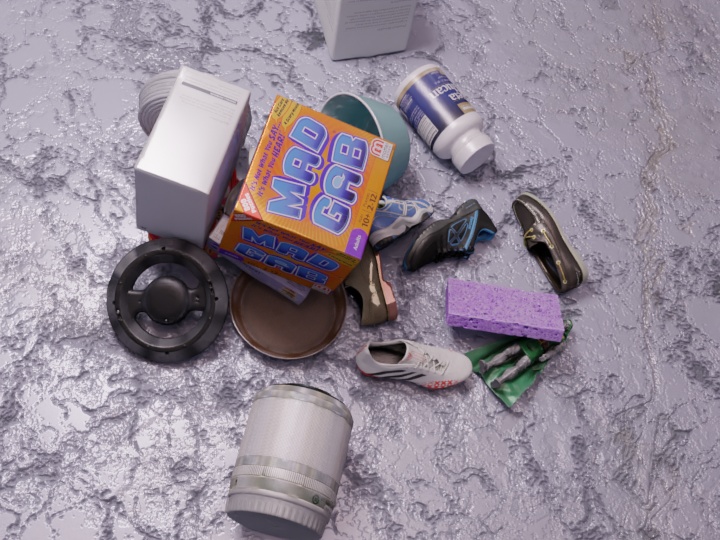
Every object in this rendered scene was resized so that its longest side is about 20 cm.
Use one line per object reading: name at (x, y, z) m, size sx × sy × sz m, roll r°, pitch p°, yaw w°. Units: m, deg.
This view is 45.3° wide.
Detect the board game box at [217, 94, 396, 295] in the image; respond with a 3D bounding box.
board game box at (-0.088, -0.110, 1.352) m, size 0.198 × 0.200 × 0.202 m, roll 21°, pitch 69°, yaw -10°

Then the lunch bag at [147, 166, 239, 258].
lunch bag at (-0.281, -0.119, 1.508) m, size 0.174 × 0.082 × 0.202 m, roll 1°, pitch 66°, yaw -12°

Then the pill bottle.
pill bottle at (0.162, -0.284, 1.640) m, size 0.111 × 0.111 × 0.201 m, roll -30°, pitch 72°, yaw -21°

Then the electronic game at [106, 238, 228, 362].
electronic game at (-0.312, 0.048, 1.398) m, size 0.198 × 0.042 × 0.202 m, roll 0°, pitch 91°, yaw 0°

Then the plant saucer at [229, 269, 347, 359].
plant saucer at (-0.123, 0.061, 1.466) m, size 0.198 × 0.032 × 0.202 m, roll 4°, pitch 63°, yaw -8°

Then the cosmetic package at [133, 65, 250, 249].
cosmetic package at (-0.268, -0.173, 1.376) m, size 0.122 × 0.200 × 0.202 m, roll 20°, pitch 64°, yaw -4°

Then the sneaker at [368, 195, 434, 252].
sneaker at (0.065, -0.100, 1.510) m, size 0.077 × 0.076 × 0.200 m, roll 56°, pitch 31°, yaw 1°

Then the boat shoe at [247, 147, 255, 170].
boat shoe at (-0.164, -0.125, 1.535) m, size 0.063 × 0.071 × 0.202 m, roll -6°, pitch 73°, yaw -11°

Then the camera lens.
camera lens at (-0.103, 0.281, 1.284) m, size 0.158 × 0.160 × 0.202 m, roll 14°, pitch 62°, yaw -2°

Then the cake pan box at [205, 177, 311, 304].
cake pan box at (-0.138, -0.073, 1.460) m, size 0.199 × 0.052 × 0.185 m, roll 33°, pitch 65°, yaw -5°

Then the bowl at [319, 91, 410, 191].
bowl at (0.015, -0.225, 1.558) m, size 0.104 × 0.201 × 0.202 m, roll -17°, pitch 65°, yaw -37°

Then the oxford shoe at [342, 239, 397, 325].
oxford shoe at (0.000, 0.000, 1.494) m, size 0.073 × 0.071 × 0.201 m, roll -16°, pitch 67°, yaw -13°

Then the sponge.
sponge at (0.245, 0.067, 1.485) m, size 0.198 × 0.030 × 0.112 m, roll 9°, pitch 32°, yaw 1°

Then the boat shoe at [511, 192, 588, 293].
boat shoe at (0.334, -0.052, 1.572) m, size 0.060 × 0.072 × 0.202 m, roll -25°, pitch 72°, yaw -24°

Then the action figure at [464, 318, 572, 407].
action figure at (0.291, 0.135, 1.484) m, size 0.199 × 0.055 × 0.118 m, roll -29°, pitch 68°, yaw -25°

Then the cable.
cable at (-0.291, -0.271, 1.511) m, size 0.198 × 0.200 × 0.070 m, roll 13°, pitch 66°, yaw -6°

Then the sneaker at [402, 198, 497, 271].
sneaker at (0.161, -0.051, 1.543) m, size 0.199 × 0.073 × 0.082 m, roll -36°, pitch 75°, yaw -22°

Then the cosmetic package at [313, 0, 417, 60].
cosmetic package at (0.009, -0.549, 1.698) m, size 0.163 × 0.200 × 0.166 m, roll -10°, pitch 66°, yaw -14°

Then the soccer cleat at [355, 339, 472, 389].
soccer cleat at (0.091, 0.150, 1.424) m, size 0.198 × 0.085 × 0.069 m, roll 7°, pitch 62°, yaw -5°
